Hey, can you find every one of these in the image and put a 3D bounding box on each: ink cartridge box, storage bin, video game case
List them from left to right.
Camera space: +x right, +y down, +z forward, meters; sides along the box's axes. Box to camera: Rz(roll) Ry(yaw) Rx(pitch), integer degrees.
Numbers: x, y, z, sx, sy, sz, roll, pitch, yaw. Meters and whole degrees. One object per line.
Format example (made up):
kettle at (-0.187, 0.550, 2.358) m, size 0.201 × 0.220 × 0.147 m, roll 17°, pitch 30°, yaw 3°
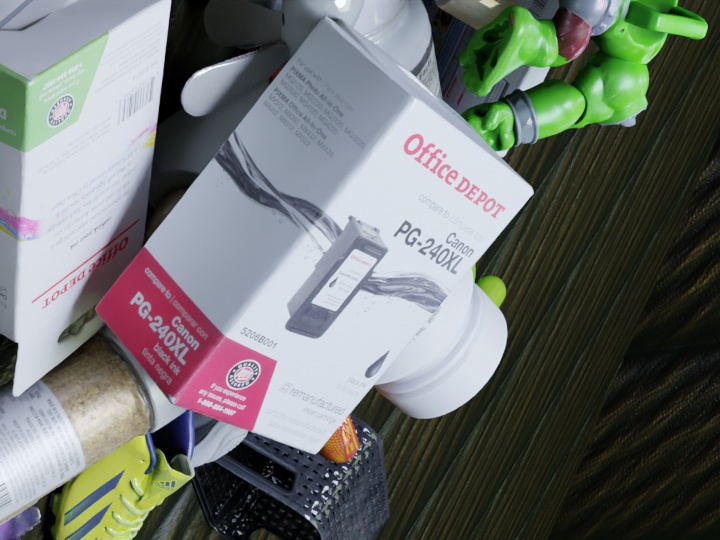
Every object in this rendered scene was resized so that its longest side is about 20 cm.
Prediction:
ink cartridge box at (-0.164, -0.047, 0.831) m, size 0.117 × 0.067 × 0.201 m, roll -44°, pitch 154°, yaw -48°
storage bin at (-0.058, 0.176, 1.332) m, size 0.094 × 0.135 × 0.200 m, roll -53°, pitch 160°, yaw -24°
ink cartridge box at (-0.020, -0.014, 0.864) m, size 0.200 × 0.083 × 0.145 m, roll -50°, pitch 145°, yaw 8°
video game case at (0.076, -0.187, 1.109) m, size 0.018 × 0.200 × 0.144 m, roll 10°, pitch 117°, yaw -35°

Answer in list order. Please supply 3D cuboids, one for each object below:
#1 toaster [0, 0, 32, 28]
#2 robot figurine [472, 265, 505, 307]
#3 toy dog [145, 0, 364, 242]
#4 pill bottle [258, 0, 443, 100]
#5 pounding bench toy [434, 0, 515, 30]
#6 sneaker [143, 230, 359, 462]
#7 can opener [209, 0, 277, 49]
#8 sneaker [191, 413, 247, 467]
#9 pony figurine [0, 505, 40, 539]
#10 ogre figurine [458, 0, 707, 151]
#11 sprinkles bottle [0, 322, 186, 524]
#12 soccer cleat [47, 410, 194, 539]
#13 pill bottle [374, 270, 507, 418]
toaster at (-0.184, -0.145, 0.575) m, size 0.200 × 0.113 × 0.130 m, roll -48°, pitch 154°, yaw -32°
robot figurine at (0.028, -0.003, 1.290) m, size 0.116 × 0.175 × 0.200 m, roll -49°, pitch -173°, yaw -1°
toy dog at (-0.081, -0.099, 0.892) m, size 0.201 × 0.096 × 0.132 m, roll -61°, pitch -168°, yaw 14°
pill bottle at (-0.004, -0.122, 1.059) m, size 0.113 × 0.112 × 0.201 m, roll -51°, pitch 145°, yaw -31°
pounding bench toy at (0.067, -0.254, 1.015) m, size 0.124 × 0.156 × 0.201 m, roll 33°, pitch 84°, yaw -39°
sneaker at (-0.080, 0.056, 1.049) m, size 0.077 × 0.200 × 0.073 m, roll -45°, pitch -175°, yaw -15°
can opener at (-0.080, -0.203, 0.893) m, size 0.066 × 0.053 × 0.201 m, roll -23°, pitch 149°, yaw -11°
sneaker at (-0.103, 0.055, 1.141) m, size 0.199 × 0.076 × 0.114 m, roll -36°, pitch 122°, yaw 11°
pony figurine at (-0.220, 0.208, 0.942) m, size 0.193 × 0.167 × 0.200 m, roll -37°, pitch -176°, yaw 25°
ogre figurine at (0.131, -0.156, 0.936) m, size 0.119 × 0.098 × 0.202 m, roll 7°, pitch 90°, yaw -26°
sprinkles bottle at (-0.190, 0.096, 0.880) m, size 0.199 × 0.068 × 0.069 m, roll -31°, pitch 148°, yaw -28°
soccer cleat at (-0.156, 0.141, 1.095) m, size 0.065 × 0.083 × 0.201 m, roll -29°, pitch 142°, yaw -59°
pill bottle at (0.000, 0.000, 1.020) m, size 0.200 × 0.113 × 0.114 m, roll 45°, pitch 69°, yaw -31°
